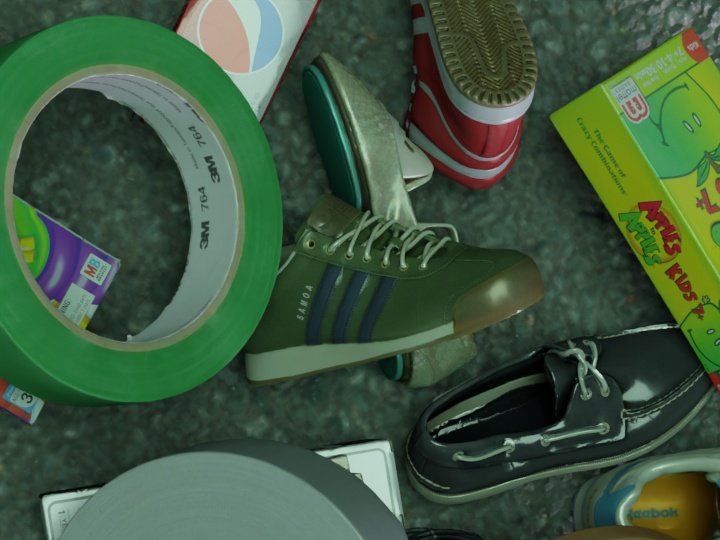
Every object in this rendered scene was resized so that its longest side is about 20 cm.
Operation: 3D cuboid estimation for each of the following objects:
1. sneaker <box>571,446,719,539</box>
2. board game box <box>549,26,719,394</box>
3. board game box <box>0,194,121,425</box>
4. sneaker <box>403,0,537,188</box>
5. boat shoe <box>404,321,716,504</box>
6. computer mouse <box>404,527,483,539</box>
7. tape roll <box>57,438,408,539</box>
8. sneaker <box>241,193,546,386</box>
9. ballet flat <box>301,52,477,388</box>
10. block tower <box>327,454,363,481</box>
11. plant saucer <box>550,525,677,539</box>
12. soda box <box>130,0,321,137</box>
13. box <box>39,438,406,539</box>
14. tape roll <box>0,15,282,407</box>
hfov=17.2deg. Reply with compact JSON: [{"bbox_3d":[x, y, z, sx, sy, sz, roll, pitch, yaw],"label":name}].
[{"bbox_3d":[0.228,0.134,1.375,0.199,0.081,0.077,-11,85,-11],"label":"sneaker"},{"bbox_3d":[0.204,-0.031,1.378,0.101,0.048,0.201,-33,91,-44],"label":"board game box"},{"bbox_3d":[-0.247,-0.015,1.258,0.200,0.105,0.103,34,80,-30],"label":"board game box"},{"bbox_3d":[0.056,-0.142,1.384,0.071,0.113,0.201,-3,56,-7],"label":"sneaker"},{"bbox_3d":[0.120,0.074,1.360,0.199,0.063,0.073,-21,61,-9],"label":"boat shoe"},{"bbox_3d":[0.078,0.186,1.329,0.200,0.034,0.059,35,93,-39],"label":"computer mouse"},{"bbox_3d":[-0.065,0.189,1.226,0.199,0.066,0.202,1,94,16],"label":"tape roll"},{"bbox_3d":[0.000,0.000,1.299,0.067,0.199,0.090,-35,106,-53],"label":"sneaker"},{"bbox_3d":[0.019,-0.033,1.366,0.062,0.067,0.201,-17,98,-17],"label":"ballet flat"},{"bbox_3d":[-0.010,0.203,1.281,0.054,0.058,0.201,-12,88,-11],"label":"block tower"},{"bbox_3d":[0.116,0.227,1.328,0.199,0.032,0.201,-12,121,-20],"label":"plant saucer"},{"bbox_3d":[-0.058,-0.162,1.360,0.070,0.063,0.201,25,82,-6],"label":"soda box"},{"bbox_3d":[-0.074,0.166,1.331,0.199,0.060,0.117,-10,87,-10],"label":"box"},{"bbox_3d":[-0.133,-0.030,1.241,0.200,0.048,0.202,7,79,-38],"label":"tape roll"}]
